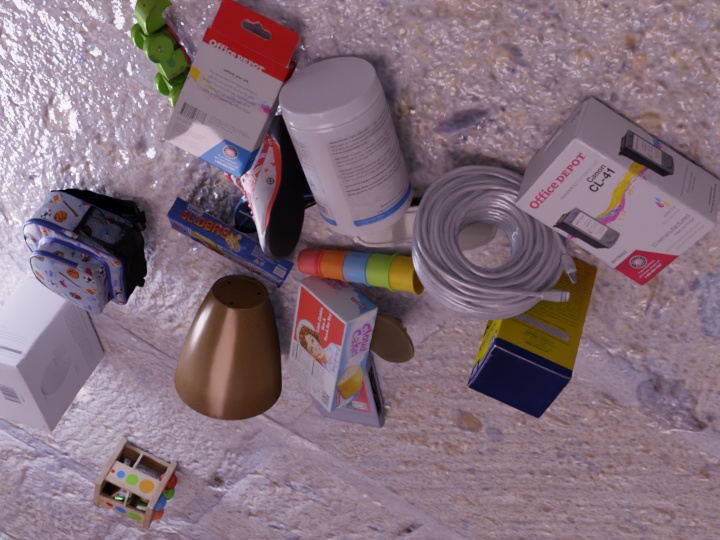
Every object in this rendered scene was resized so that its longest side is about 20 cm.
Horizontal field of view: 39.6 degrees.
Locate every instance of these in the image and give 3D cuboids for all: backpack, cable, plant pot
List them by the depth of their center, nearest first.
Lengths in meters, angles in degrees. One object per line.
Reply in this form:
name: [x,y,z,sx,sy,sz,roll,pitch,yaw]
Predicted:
cable: [0.163,-0.036,1.277,0.199,0.201,0.069,-5,160,-6]
backpack: [-0.458,-0.034,1.642,0.190,0.154,0.200,31,145,10]
plant pot: [-0.211,0.113,1.670,0.186,0.187,0.201,18,125,9]

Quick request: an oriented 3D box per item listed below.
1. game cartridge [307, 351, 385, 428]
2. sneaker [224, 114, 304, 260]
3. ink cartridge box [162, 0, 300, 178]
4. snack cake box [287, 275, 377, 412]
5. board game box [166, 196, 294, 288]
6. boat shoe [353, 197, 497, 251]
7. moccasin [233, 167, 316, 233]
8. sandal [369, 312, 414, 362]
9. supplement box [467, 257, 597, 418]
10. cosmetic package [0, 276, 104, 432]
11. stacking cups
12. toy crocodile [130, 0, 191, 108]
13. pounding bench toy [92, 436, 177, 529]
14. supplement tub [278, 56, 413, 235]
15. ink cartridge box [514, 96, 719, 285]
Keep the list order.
game cartridge: [-0.033,0.199,1.756,0.133,0.041,0.200,11,138,24]
sneaker: [-0.136,-0.109,1.374,0.108,0.202,0.067,-6,168,40]
ink cartridge box: [-0.160,-0.236,1.288,0.116,0.067,0.201,27,107,-1]
snack cake box: [-0.048,0.112,1.586,0.115,0.067,0.201,41,138,32]
board game box: [-0.200,-0.040,1.537,0.200,0.035,0.135,30,172,-5]
boat shoe: [0.087,-0.066,1.382,0.199,0.060,0.074,-3,113,3]
moccasin: [-0.119,-0.091,1.440,0.200,0.080,0.068,-33,68,47]
sandal: [0.034,0.092,1.590,0.211,0.069,0.078,6,111,51]
supplement box: [0.233,0.076,1.350,0.109,0.200,0.109,24,140,1]
cosmetic package: [-0.607,0.158,1.888,0.122,0.200,0.200,13,138,19]
stacking cups: [0.000,0.000,1.507,0.199,0.061,0.061,5,136,27]
toy crocodile: [-0.253,-0.278,1.343,0.068,0.062,0.200,45,163,46]
pounding bench toy: [-0.506,0.503,2.266,0.156,0.124,0.200,25,140,1]
supplement tub: [-0.015,-0.156,1.288,0.131,0.132,0.200,4,135,25]
ink cartridge box: [0.312,-0.093,1.218,0.200,0.086,0.148,30,140,-6]
